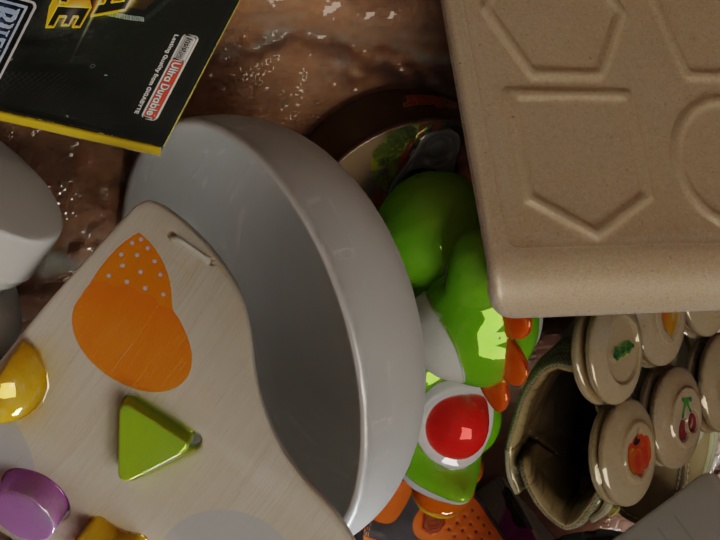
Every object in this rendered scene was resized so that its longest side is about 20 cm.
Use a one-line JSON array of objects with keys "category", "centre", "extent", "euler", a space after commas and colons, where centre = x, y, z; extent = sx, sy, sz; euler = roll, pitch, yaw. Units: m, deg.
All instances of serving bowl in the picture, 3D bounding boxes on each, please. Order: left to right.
[{"category": "serving bowl", "centre": [-0.030, 0.024, 1.060], "extent": [0.066, 0.200, 0.201], "euler": [-16, 135, -31]}]

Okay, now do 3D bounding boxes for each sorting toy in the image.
[{"category": "sorting toy", "centre": [-0.087, 0.105, 1.036], "extent": [0.107, 0.180, 0.200], "euler": [-49, 178, -43]}, {"category": "sorting toy", "centre": [0.122, -0.079, 1.074], "extent": [0.184, 0.201, 0.036], "euler": [-1, 167, -25]}]

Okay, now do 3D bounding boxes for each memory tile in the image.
[{"category": "memory tile", "centre": [0.156, 0.015, 1.154], "extent": [0.200, 0.017, 0.154], "euler": [-27, 111, -51]}]

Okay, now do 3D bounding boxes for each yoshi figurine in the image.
[{"category": "yoshi figurine", "centre": [0.033, 0.028, 1.129], "extent": [0.112, 0.113, 0.200], "euler": [29, 137, 6]}]

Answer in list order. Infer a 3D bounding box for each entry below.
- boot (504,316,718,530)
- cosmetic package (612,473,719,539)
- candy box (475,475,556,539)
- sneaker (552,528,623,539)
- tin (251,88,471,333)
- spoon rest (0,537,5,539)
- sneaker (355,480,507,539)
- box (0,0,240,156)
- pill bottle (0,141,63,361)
[{"category": "boot", "centre": [0.128, 0.084, 1.214], "extent": [0.155, 0.072, 0.201], "euler": [-53, 149, -46]}, {"category": "cosmetic package", "centre": [0.159, 0.246, 1.169], "extent": [0.200, 0.167, 0.168], "euler": [-36, 136, 0]}, {"category": "candy box", "centre": [0.079, 0.222, 1.372], "extent": [0.136, 0.061, 0.200], "euler": [-36, 134, 5]}, {"category": "sneaker", "centre": [0.098, 0.214, 1.280], "extent": [0.079, 0.076, 0.200], "euler": [25, 122, -26]}, {"category": "tin", "centre": [0.000, 0.000, 1.159], "extent": [0.111, 0.042, 0.201], "euler": [3, 126, -33]}, {"category": "spoon rest", "centre": [-0.167, 0.156, 1.195], "extent": [0.199, 0.061, 0.100], "euler": [-13, 133, -17]}, {"category": "sneaker", "centre": [0.030, 0.186, 1.248], "extent": [0.111, 0.078, 0.201], "euler": [-7, 100, -7]}, {"category": "box", "centre": [-0.113, -0.152, 0.965], "extent": [0.159, 0.049, 0.201], "euler": [13, 121, -32]}, {"category": "pill bottle", "centre": [-0.216, 0.032, 1.026], "extent": [0.112, 0.112, 0.200], "euler": [23, 115, -38]}]
